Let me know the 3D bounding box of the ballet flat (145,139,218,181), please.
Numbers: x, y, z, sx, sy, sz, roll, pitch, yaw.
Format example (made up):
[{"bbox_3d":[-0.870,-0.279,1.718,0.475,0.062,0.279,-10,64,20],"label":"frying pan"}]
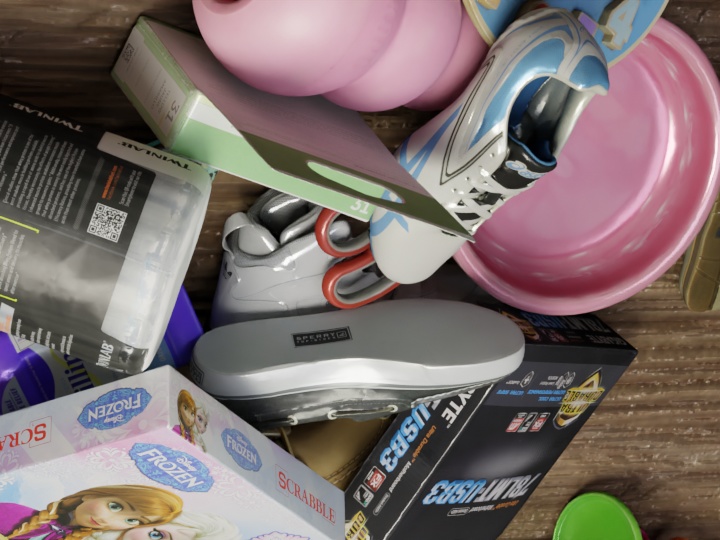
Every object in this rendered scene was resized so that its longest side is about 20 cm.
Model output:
[{"bbox_3d":[-0.158,-0.016,1.549,0.199,0.074,0.074,-25,130,-5],"label":"ballet flat"}]

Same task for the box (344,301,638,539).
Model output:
[{"bbox_3d":[0.073,0.115,1.722,0.199,0.050,0.200,-56,157,13],"label":"box"}]

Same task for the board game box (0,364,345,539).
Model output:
[{"bbox_3d":[-0.142,0.134,1.561,0.199,0.041,0.200,-17,147,24],"label":"board game box"}]

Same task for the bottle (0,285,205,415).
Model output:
[{"bbox_3d":[-0.193,0.057,1.587,0.199,0.065,0.084,-27,129,-8],"label":"bottle"}]

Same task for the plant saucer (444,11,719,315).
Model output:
[{"bbox_3d":[0.131,-0.073,1.659,0.200,0.051,0.201,-8,114,-19],"label":"plant saucer"}]

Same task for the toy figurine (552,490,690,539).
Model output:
[{"bbox_3d":[0.220,0.254,1.922,0.184,0.150,0.201,1,97,-44],"label":"toy figurine"}]

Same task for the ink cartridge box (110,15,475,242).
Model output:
[{"bbox_3d":[-0.040,-0.065,1.494,0.145,0.200,0.048,18,111,-34],"label":"ink cartridge box"}]

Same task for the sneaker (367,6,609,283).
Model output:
[{"bbox_3d":[0.070,-0.061,1.531,0.072,0.073,0.200,13,127,-35],"label":"sneaker"}]

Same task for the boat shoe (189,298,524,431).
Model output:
[{"bbox_3d":[-0.002,0.060,1.596,0.199,0.069,0.057,-4,127,-2],"label":"boat shoe"}]

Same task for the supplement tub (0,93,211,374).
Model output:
[{"bbox_3d":[-0.190,-0.030,1.451,0.199,0.123,0.123,20,115,-2],"label":"supplement tub"}]

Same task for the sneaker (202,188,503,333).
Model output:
[{"bbox_3d":[0.000,0.000,1.642,0.199,0.075,0.115,-9,127,-19],"label":"sneaker"}]

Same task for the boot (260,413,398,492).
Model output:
[{"bbox_3d":[-0.080,0.107,1.674,0.199,0.073,0.156,-28,135,0],"label":"boot"}]

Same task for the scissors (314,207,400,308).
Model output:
[{"bbox_3d":[0.056,-0.048,1.603,0.200,0.014,0.073,-31,122,-15],"label":"scissors"}]

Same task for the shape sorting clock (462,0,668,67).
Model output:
[{"bbox_3d":[0.127,-0.210,1.550,0.199,0.039,0.201,-8,101,-43],"label":"shape sorting clock"}]

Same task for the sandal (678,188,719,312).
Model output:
[{"bbox_3d":[0.253,-0.055,1.757,0.080,0.054,0.200,-2,137,-20],"label":"sandal"}]

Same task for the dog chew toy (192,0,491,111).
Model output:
[{"bbox_3d":[0.000,-0.146,1.518,0.200,0.125,0.125,20,111,-44],"label":"dog chew toy"}]
